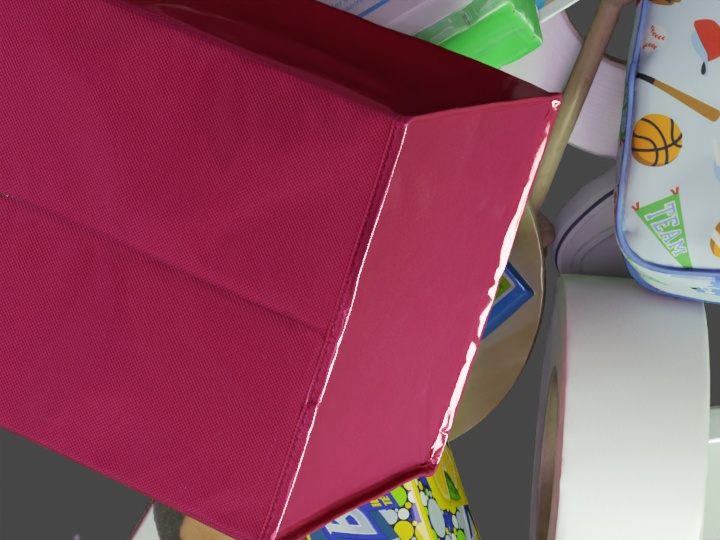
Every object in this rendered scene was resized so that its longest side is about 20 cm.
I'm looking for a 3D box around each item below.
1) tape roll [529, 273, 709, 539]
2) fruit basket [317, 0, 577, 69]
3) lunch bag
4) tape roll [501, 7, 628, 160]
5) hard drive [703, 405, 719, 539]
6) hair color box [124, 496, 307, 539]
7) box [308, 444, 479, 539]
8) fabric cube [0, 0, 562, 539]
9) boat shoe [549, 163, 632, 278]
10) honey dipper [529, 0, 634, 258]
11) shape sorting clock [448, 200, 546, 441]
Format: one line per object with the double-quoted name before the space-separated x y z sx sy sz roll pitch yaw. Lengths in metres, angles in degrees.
"tape roll" 0.126 0.104 1.250 0.071 0.202 0.203 5 100 0
"fruit basket" -0.004 -0.173 1.241 0.185 0.094 0.200 -29 72 11
"lunch bag" 0.206 -0.071 1.192 0.160 0.076 0.201 5 78 13
"tape roll" 0.152 -0.155 1.289 0.202 0.037 0.203 0 99 2
"hard drive" 0.268 0.098 1.289 0.199 0.132 0.026 -5 61 2
"hair color box" -0.023 0.168 1.311 0.200 0.061 0.102 31 58 -4
"box" -0.001 0.081 1.241 0.064 0.070 0.200 -19 89 20
"fabric cube" -0.058 -0.017 1.103 0.199 0.196 0.200 23 104 18
"boat shoe" 0.187 -0.025 1.269 0.200 0.066 0.072 -17 129 20
"honey dipper" 0.099 -0.069 1.267 0.038 0.038 0.200 18 122 -2
"shape sorting clock" 0.000 0.000 1.301 0.199 0.039 0.201 4 105 16
